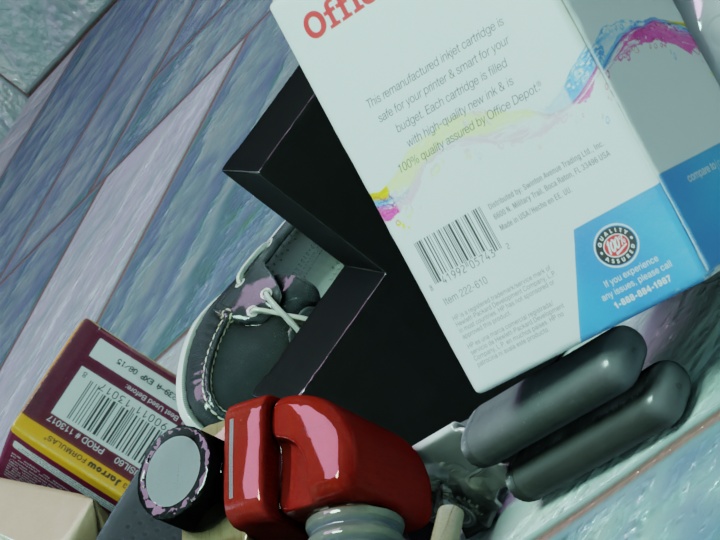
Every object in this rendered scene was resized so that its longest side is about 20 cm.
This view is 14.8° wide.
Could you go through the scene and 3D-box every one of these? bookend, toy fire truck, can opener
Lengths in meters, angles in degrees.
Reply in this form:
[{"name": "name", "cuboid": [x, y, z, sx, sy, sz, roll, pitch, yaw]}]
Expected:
[{"name": "bookend", "cuboid": [0.000, 0.000, 1.395, 0.200, 0.199, 0.092, -55, 16, -7]}, {"name": "toy fire truck", "cuboid": [-0.007, 0.131, 1.230, 0.200, 0.129, 0.176, -20, 57, 33]}, {"name": "can opener", "cuboid": [0.079, 0.067, 1.274, 0.200, 0.053, 0.067, -35, 22, 49]}]

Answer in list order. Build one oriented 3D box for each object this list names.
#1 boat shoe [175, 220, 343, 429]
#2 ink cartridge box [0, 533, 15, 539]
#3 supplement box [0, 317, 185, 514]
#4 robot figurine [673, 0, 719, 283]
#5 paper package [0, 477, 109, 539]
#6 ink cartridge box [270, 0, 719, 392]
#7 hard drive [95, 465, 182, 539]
[{"name": "boat shoe", "cuboid": [-0.045, 0.019, 1.617, 0.060, 0.076, 0.200, -47, 14, 47]}, {"name": "ink cartridge box", "cuboid": [-0.187, 0.242, 1.426, 0.144, 0.084, 0.200, -59, -27, -25]}, {"name": "supplement box", "cuboid": [-0.160, 0.121, 1.727, 0.086, 0.110, 0.200, -57, 0, -24]}, {"name": "robot figurine", "cuboid": [0.153, -0.080, 1.266, 0.200, 0.113, 0.170, -40, 58, 42]}, {"name": "paper package", "cuboid": [-0.230, 0.223, 1.665, 0.200, 0.103, 0.191, 6, 59, 50]}, {"name": "ink cartridge box", "cuboid": [0.071, -0.070, 1.203, 0.144, 0.200, 0.085, -29, -1, 41]}, {"name": "hard drive", "cuboid": [-0.081, 0.186, 1.354, 0.042, 0.135, 0.200, 109, -175, -50]}]
